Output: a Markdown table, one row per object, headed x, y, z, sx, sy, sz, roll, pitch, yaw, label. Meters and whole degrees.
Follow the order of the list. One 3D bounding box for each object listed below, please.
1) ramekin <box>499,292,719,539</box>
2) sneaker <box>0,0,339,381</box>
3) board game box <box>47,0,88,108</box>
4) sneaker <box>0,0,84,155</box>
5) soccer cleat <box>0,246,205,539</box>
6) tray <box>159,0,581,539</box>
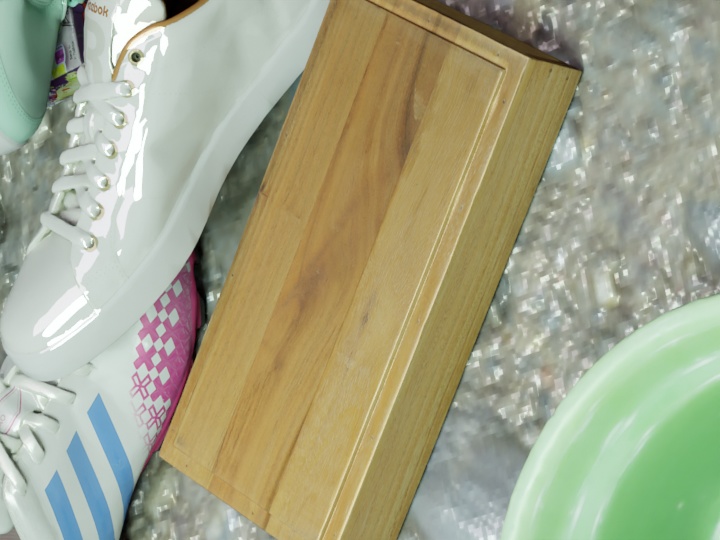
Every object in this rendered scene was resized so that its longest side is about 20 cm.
| x | y | z | sx | sy | sz | roll | pitch | yaw | label |
| --- | --- | --- | --- | --- | --- | --- | --- | --- | --- |
| 0.146 | 0.109 | 0.838 | 0.199 | 0.097 | 0.201 | -6 | 81 | 39 | ramekin |
| -0.089 | -0.058 | 1.030 | 0.073 | 0.085 | 0.201 | 23 | 78 | 54 | sneaker |
| -0.166 | -0.159 | 1.186 | 0.120 | 0.032 | 0.201 | -25 | 69 | 40 | board game box |
| -0.102 | -0.143 | 1.083 | 0.118 | 0.074 | 0.202 | 4 | 87 | 17 | sneaker |
| -0.119 | 0.060 | 1.078 | 0.070 | 0.086 | 0.201 | 16 | 95 | 40 | soccer cleat |
| 0.000 | 0.000 | 1.018 | 0.098 | 0.037 | 0.201 | 30 | 103 | 38 | tray |
